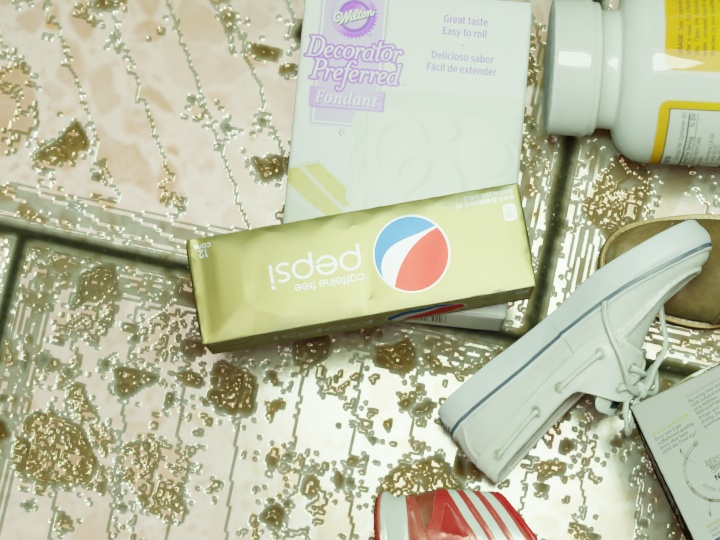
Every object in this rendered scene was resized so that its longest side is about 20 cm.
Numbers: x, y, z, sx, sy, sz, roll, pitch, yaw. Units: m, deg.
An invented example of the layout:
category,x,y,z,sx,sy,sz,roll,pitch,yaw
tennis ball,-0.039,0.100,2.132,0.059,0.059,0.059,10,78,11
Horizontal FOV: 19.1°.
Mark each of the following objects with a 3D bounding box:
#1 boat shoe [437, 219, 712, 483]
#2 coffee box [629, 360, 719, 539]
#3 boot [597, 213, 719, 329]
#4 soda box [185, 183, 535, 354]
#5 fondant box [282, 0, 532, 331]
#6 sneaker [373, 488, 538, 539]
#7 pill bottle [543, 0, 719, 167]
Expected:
category,x,y,z,sx,sy,sz,roll,pitch,yaw
boat shoe,0.144,0.060,1.286,0.202,0.075,0.086,-40,74,13
coffee box,0.236,0.164,1.234,0.079,0.113,0.201,-25,57,4
boot,0.246,0.003,1.318,0.198,0.075,0.074,10,86,5
soda box,0.000,0.000,1.267,0.198,0.068,0.065,-10,82,0
fondant box,0.027,-0.070,1.341,0.143,0.058,0.202,5,80,2
sneaker,0.072,0.227,1.283,0.115,0.078,0.202,-7,82,1
pill bottle,0.215,-0.120,1.319,0.198,0.113,0.114,3,81,1
